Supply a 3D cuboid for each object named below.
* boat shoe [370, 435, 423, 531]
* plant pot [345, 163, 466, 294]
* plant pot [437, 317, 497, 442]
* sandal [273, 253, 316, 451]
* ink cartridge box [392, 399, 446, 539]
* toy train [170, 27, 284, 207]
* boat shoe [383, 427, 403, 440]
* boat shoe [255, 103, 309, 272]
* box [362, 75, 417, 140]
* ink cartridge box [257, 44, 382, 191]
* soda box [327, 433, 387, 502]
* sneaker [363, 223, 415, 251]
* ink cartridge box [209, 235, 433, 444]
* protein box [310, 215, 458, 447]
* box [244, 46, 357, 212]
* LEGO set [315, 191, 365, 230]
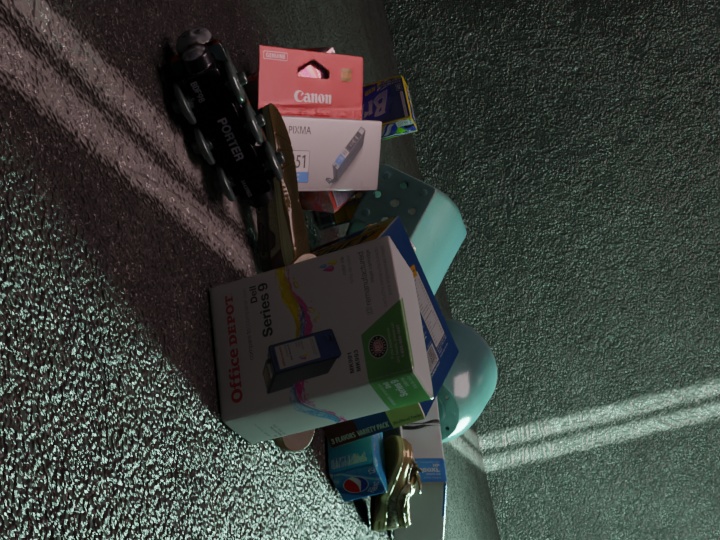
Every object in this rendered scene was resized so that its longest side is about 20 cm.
[{"bbox_3d":[0.053,0.293,1.504,0.202,0.061,0.074,101,-9,-51],"label":"boat shoe"},{"bbox_3d":[0.058,-0.062,1.582,0.143,0.140,0.200,-60,164,-13],"label":"plant pot"},{"bbox_3d":[0.128,0.207,1.915,0.161,0.197,0.204,-52,127,-62],"label":"plant pot"},{"bbox_3d":[-0.090,0.088,1.209,0.077,0.069,0.216,1,92,-45],"label":"sandal"},{"bbox_3d":[0.086,0.304,1.722,0.202,0.082,0.146,-93,-178,-51],"label":"ink cartridge box"},{"bbox_3d":[-0.146,-0.165,1.185,0.115,0.084,0.202,-112,178,-52],"label":"toy train"},{"bbox_3d":[0.026,0.226,1.624,0.065,0.073,0.205,51,20,-58],"label":"boat shoe"},{"bbox_3d":[-0.110,-0.094,1.308,0.072,0.065,0.205,-15,95,-76],"label":"boat shoe"},{"bbox_3d":[-0.020,-0.221,1.613,0.064,0.196,0.071,43,34,-74],"label":"box"},{"bbox_3d":[-0.052,-0.194,1.417,0.198,0.044,0.180,-6,102,-47],"label":"ink cartridge box"},{"bbox_3d":[-0.008,0.205,1.472,0.202,0.063,0.068,-94,166,-47],"label":"soda box"},{"bbox_3d":[0.000,0.000,1.489,0.078,0.199,0.078,41,52,-20],"label":"sneaker"},{"bbox_3d":[-0.041,0.071,1.080,0.088,0.197,0.148,51,26,-59],"label":"ink cartridge box"},{"bbox_3d":[0.007,0.071,1.357,0.203,0.133,0.199,65,24,-11],"label":"protein box"},{"bbox_3d":[-0.069,-0.192,1.503,0.103,0.094,0.202,-44,126,-37],"label":"box"},{"bbox_3d":[-0.016,-0.146,1.770,0.200,0.114,0.157,-5,81,-81],"label":"LEGO set"}]
